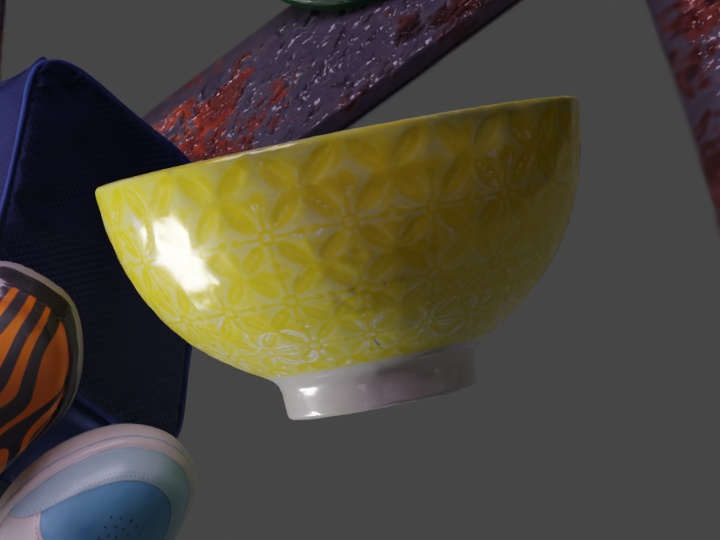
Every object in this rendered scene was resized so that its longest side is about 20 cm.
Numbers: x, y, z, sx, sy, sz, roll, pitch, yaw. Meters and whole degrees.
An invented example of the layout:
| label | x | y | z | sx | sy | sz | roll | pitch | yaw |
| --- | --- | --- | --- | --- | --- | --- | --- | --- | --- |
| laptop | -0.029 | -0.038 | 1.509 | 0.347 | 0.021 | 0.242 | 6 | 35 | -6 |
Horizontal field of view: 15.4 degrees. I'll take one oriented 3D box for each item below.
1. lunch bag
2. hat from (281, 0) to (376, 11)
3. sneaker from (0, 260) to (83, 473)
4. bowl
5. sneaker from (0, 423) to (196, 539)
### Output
| label | x | y | z | sx | sy | sz | roll | pitch | yaw |
| --- | --- | --- | --- | --- | --- | --- | --- | --- | --- |
| lunch bag | -0.164 | 0.020 | 1.243 | 0.132 | 0.136 | 0.201 | -24 | 41 | 32 |
| hat | 0.015 | -0.255 | 1.360 | 0.165 | 0.201 | 0.176 | 32 | 42 | 18 |
| sneaker | -0.183 | 0.091 | 1.109 | 0.200 | 0.077 | 0.112 | -54 | 10 | 36 |
| bowl | 0.000 | 0.000 | 1.079 | 0.199 | 0.199 | 0.109 | -11 | 90 | 43 |
| sneaker | -0.136 | 0.165 | 1.116 | 0.200 | 0.079 | 0.131 | -46 | 30 | 21 |
